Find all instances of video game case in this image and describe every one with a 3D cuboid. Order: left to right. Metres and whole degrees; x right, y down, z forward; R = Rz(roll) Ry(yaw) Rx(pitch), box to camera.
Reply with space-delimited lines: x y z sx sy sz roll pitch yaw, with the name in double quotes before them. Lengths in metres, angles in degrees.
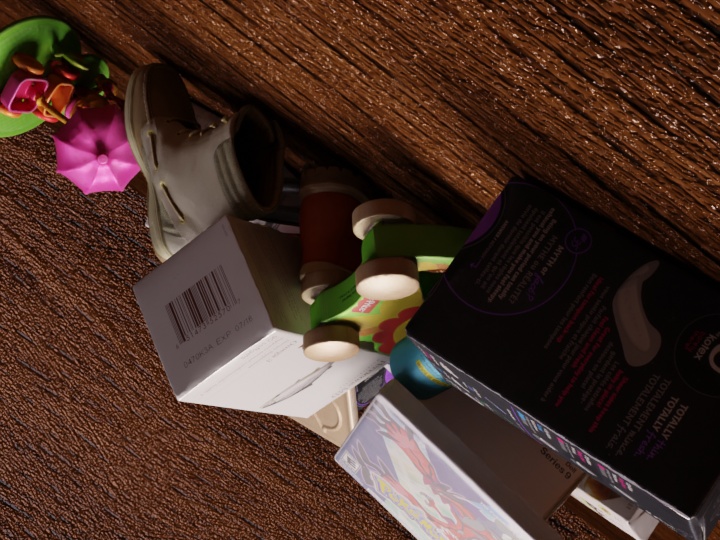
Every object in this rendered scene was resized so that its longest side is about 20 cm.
"video game case" 0.072 0.189 1.107 0.200 0.023 0.182 43 154 8

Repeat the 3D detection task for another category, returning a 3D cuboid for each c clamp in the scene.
"c clamp" -0.073 -0.074 1.290 0.199 0.027 0.171 6 164 37

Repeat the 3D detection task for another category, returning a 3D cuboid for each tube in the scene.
"tube" 0.098 0.037 1.001 0.077 0.051 0.200 33 140 -18

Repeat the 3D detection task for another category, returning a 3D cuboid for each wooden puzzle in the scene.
"wooden puzzle" -0.062 0.102 1.568 0.200 0.046 0.186 30 139 39

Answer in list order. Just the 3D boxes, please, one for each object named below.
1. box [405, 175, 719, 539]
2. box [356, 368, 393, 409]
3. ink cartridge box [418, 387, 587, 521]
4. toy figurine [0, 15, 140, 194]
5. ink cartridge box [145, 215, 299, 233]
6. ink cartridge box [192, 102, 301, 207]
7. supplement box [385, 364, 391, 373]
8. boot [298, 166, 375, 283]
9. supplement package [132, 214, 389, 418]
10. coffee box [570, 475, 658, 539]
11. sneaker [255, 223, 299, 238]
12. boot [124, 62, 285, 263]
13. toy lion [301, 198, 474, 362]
"box" 0.147 0.053 0.820 0.200 0.122 0.106 33 173 25
"box" -0.042 0.060 1.668 0.200 0.122 0.106 30 140 33
"ink cartridge box" 0.088 0.162 1.170 0.145 0.087 0.200 45 153 4
"toy figurine" -0.288 -0.153 1.451 0.184 0.150 0.200 42 -161 25
"ink cartridge box" -0.127 -0.045 1.532 0.199 0.085 0.146 21 179 -17
"ink cartridge box" -0.118 -0.100 1.448 0.161 0.050 0.200 30 170 40
"supplement box" 0.089 0.088 1.490 0.103 0.101 0.200 33 173 25
"boot" 0.000 0.000 1.213 0.075 0.108 0.200 -9 154 25
"supplement package" -0.080 0.046 1.211 0.200 0.117 0.118 17 -138 -57
"coffee box" 0.192 0.133 1.216 0.200 0.115 0.080 31 172 31
"sneaker" -0.058 -0.004 1.353 0.199 0.070 0.090 6 -167 14
"boot" -0.138 -0.117 1.225 0.072 0.201 0.154 2 159 -40
"toy lion" 0.060 0.023 1.087 0.191 0.069 0.200 5 154 -19
